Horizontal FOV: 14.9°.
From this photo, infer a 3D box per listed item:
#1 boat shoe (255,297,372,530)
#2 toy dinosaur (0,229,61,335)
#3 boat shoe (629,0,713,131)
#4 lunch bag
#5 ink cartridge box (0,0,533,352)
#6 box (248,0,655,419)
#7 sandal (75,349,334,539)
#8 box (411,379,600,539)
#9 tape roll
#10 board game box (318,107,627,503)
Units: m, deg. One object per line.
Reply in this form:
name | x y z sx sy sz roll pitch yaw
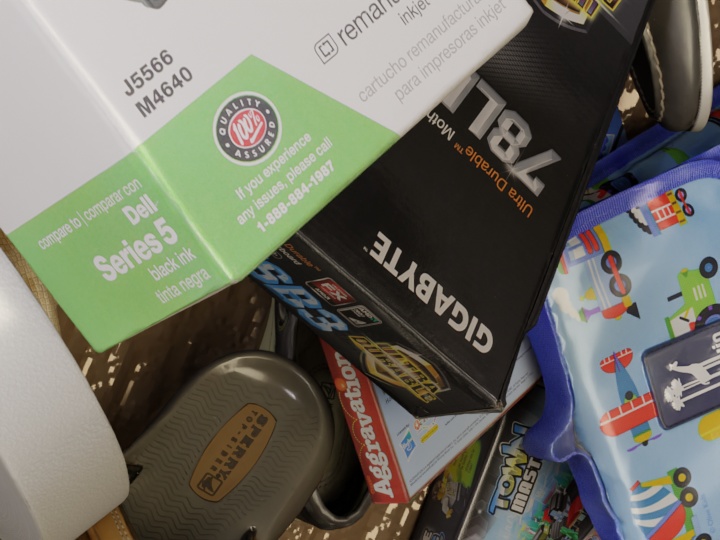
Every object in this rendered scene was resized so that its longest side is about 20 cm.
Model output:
boat shoe | 0.000 0.000 1.039 0.073 0.065 0.201 0 98 -25
toy dinosaur | -0.133 -0.047 0.983 0.101 0.058 0.200 -34 122 -5
boat shoe | 0.093 -0.149 1.055 0.057 0.067 0.201 -8 89 -6
lunch bag | 0.136 0.023 1.072 0.200 0.094 0.151 -28 107 -31
ink cartridge box | -0.070 -0.103 0.776 0.145 0.084 0.200 -43 100 -35
box | 0.004 -0.085 0.924 0.200 0.050 0.199 41 56 -31
sandal | -0.063 0.099 0.940 0.082 0.055 0.200 34 56 3
box | 0.064 0.147 1.112 0.110 0.035 0.201 21 89 -27
tape roll | -0.150 0.005 0.892 0.037 0.203 0.203 -38 113 -16
board game box | 0.049 -0.006 1.036 0.200 0.019 0.103 -38 118 -47
